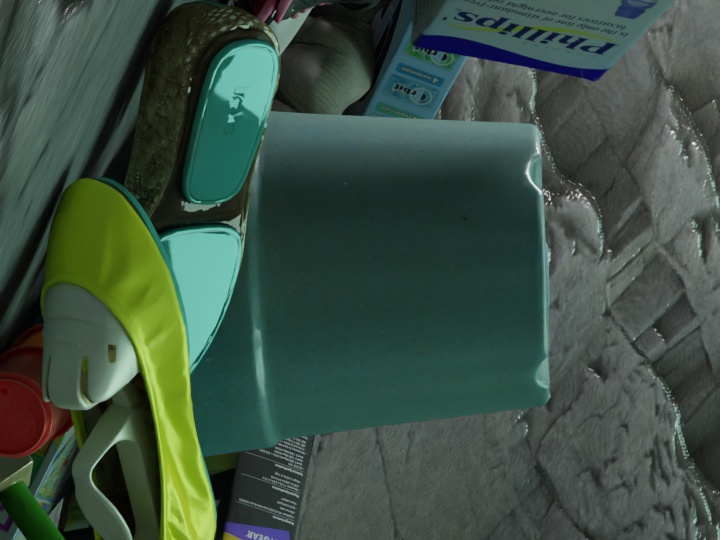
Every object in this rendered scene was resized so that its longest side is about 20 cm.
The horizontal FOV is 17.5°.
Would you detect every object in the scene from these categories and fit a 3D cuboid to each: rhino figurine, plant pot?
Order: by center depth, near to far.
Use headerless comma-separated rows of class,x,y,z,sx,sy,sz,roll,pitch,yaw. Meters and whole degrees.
plant pot,0.000,0.000,1.229,0.200,0.195,0.201,-3,90,-86
rhino figurine,-0.036,-0.122,1.373,0.200,0.087,0.060,-62,180,-40

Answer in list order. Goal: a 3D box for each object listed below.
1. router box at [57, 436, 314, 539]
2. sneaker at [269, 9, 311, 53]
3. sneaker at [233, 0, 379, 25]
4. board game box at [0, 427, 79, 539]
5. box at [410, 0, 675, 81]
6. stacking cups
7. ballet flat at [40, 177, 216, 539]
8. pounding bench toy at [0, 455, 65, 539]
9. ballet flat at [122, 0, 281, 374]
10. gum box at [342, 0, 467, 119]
router box,-0.102,0.101,1.400,0.200,0.052,0.158,-17,-122,52
sneaker,-0.010,-0.192,1.259,0.200,0.072,0.072,-61,-178,15
sneaker,-0.030,-0.156,1.141,0.096,0.079,0.200,-56,168,-4
board game box,-0.176,0.090,1.338,0.135,0.034,0.200,-62,180,10
box,0.104,-0.216,1.124,0.200,0.105,0.185,134,-37,-68
stacking cups,-0.138,0.047,1.143,0.061,0.060,0.200,-63,180,17
ballet flat,-0.109,0.059,1.047,0.067,0.067,0.201,-41,130,-43
pounding bench toy,-0.163,0.197,1.150,0.200,0.156,0.124,-63,180,-14
ballet flat,-0.086,-0.036,1.099,0.065,0.070,0.201,43,-59,44
gum box,0.036,-0.158,1.443,0.200,0.044,0.170,118,-13,-46
